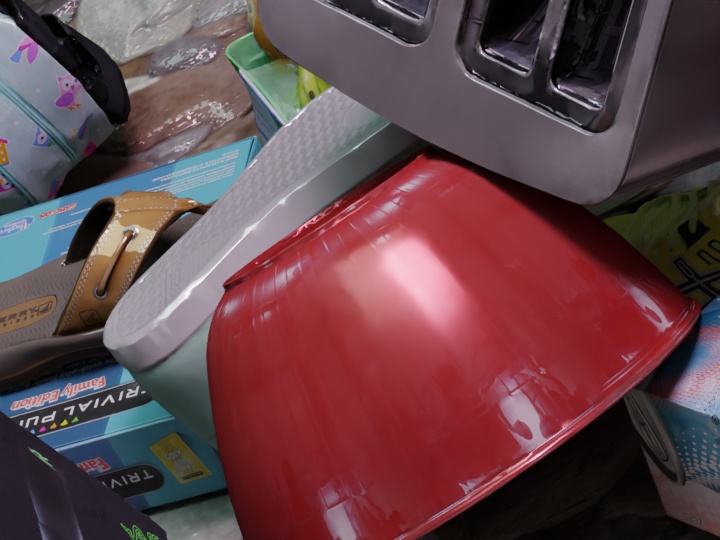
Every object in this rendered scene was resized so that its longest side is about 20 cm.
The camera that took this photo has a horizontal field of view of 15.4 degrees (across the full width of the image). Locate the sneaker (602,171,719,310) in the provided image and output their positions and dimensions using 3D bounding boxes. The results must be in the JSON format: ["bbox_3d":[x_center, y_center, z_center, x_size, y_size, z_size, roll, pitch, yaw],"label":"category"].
[{"bbox_3d":[0.150,-0.014,1.066,0.199,0.077,0.076,-5,42,36],"label":"sneaker"}]

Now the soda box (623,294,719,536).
[{"bbox_3d":[0.186,0.070,0.928,0.063,0.069,0.200,-38,33,-26],"label":"soda box"}]

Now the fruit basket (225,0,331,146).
[{"bbox_3d":[-0.026,-0.127,1.239,0.093,0.201,0.185,-31,34,-5],"label":"fruit basket"}]

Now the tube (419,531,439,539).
[{"bbox_3d":[-0.052,0.161,1.017,0.199,0.050,0.078,-31,30,8],"label":"tube"}]

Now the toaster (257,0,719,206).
[{"bbox_3d":[0.070,-0.133,0.981,0.180,0.201,0.118,30,31,28],"label":"toaster"}]

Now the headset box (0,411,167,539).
[{"bbox_3d":[-0.131,0.140,0.939,0.093,0.174,0.200,-38,42,12],"label":"headset box"}]

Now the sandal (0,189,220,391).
[{"bbox_3d":[-0.112,-0.004,1.184,0.199,0.055,0.082,-17,34,20],"label":"sandal"}]

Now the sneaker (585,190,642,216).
[{"bbox_3d":[0.038,-0.042,1.163,0.199,0.081,0.076,-26,11,14],"label":"sneaker"}]

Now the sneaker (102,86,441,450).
[{"bbox_3d":[0.000,0.000,1.119,0.200,0.118,0.074,-43,25,-5],"label":"sneaker"}]

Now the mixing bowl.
[{"bbox_3d":[0.017,0.023,1.003,0.200,0.109,0.200,-33,5,3],"label":"mixing bowl"}]

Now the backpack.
[{"bbox_3d":[-0.212,-0.096,1.403,0.127,0.167,0.200,-54,39,-3],"label":"backpack"}]

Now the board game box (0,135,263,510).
[{"bbox_3d":[-0.118,0.034,1.233,0.150,0.047,0.201,-16,35,20],"label":"board game box"}]
